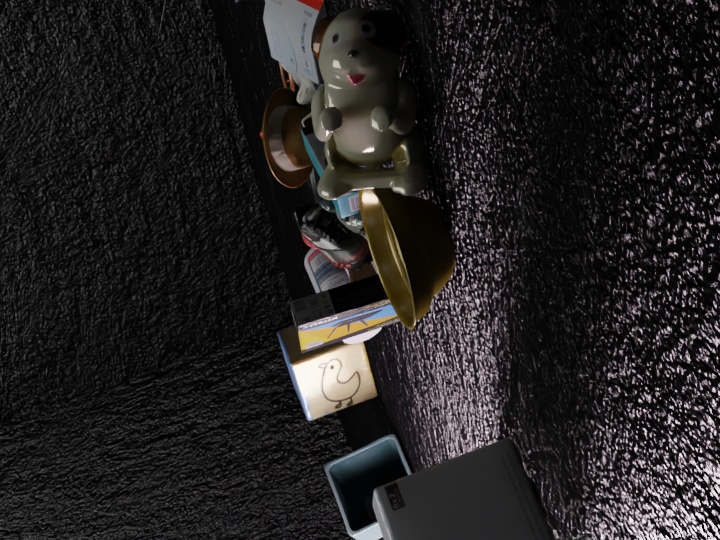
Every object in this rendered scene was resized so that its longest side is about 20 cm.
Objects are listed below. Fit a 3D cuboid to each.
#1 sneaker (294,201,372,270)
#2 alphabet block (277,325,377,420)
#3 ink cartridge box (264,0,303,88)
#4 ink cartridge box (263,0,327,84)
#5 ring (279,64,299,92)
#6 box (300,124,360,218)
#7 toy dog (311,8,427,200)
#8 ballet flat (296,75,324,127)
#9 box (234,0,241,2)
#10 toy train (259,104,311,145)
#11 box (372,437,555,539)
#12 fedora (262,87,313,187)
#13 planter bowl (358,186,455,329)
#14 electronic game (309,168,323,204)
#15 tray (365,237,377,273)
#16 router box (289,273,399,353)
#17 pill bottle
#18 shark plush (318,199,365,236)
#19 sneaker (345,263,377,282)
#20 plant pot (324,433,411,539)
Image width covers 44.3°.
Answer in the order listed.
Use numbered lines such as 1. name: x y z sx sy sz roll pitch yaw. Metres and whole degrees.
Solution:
1. sneaker: -0.054 -0.067 1.583 0.200 0.071 0.098 33 162 45
2. alphabet block: -0.090 0.246 2.350 0.197 0.198 0.197 -124 17 -61
3. ink cartridge box: -0.129 -0.450 1.640 0.177 0.044 0.201 -122 16 -52
4. ink cartridge box: -0.112 -0.425 1.456 0.160 0.047 0.201 40 152 44
5. ring: -0.153 -0.430 1.861 0.200 0.019 0.203 168 90 -83
6. box: -0.031 -0.177 1.478 0.049 0.082 0.201 79 169 -46
7. toy dog: 0.013 -0.211 1.058 0.201 0.138 0.195 77 -154 -42
8. ballet flat: -0.078 -0.291 1.582 0.074 0.074 0.202 -134 27 -70
9. box: -0.134 -0.497 1.235 0.104 0.147 0.202 -140 32 -73
10. toy train: -0.141 -0.284 1.871 0.084 0.116 0.200 40 176 3
11. box: 0.138 0.355 1.158 0.131 0.198 0.201 89 161 -69
12. fedora: -0.108 -0.250 1.663 0.200 0.081 0.203 0 -90 -65
13. planter bowl: 0.070 -0.032 1.152 0.200 0.083 0.202 162 90 -82
14. electronic game: -0.073 -0.194 1.833 0.200 0.041 0.202 169 90 -78
15. tray: 0.016 -0.069 1.610 0.108 0.022 0.201 83 166 -49
16. router box: -0.019 0.071 1.535 0.149 0.198 0.051 90 161 -68
17. pill bottle: -0.031 0.042 1.817 0.120 0.118 0.201 86 162 -60
18. shark plush: -0.003 -0.110 1.480 0.090 0.084 0.200 30 -171 -19
19. sneaker: 0.000 0.000 1.712 0.201 0.070 0.109 60 -179 9
20. plant pot: 0.052 0.567 2.214 0.201 0.195 0.197 67 178 -54
